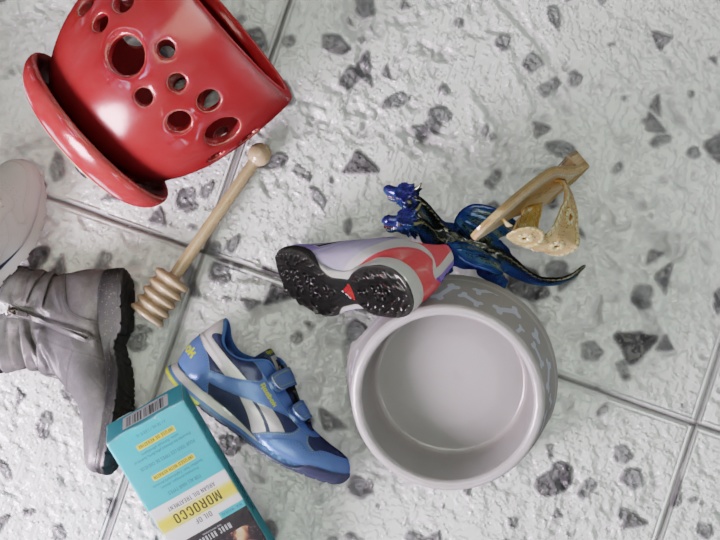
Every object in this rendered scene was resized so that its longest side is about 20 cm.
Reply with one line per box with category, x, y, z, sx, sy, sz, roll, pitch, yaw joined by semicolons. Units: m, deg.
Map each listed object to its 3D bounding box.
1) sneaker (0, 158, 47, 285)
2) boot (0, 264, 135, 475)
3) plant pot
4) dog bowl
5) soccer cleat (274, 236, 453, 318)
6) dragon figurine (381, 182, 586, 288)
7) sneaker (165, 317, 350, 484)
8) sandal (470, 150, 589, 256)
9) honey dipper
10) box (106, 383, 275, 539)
sneaker;-0.361;-0.029;1.299;0.076;0.081;0.201;14;63;23
boot;-0.284;0.093;1.326;0.130;0.070;0.202;-1;75;6
plant pot;-0.190;-0.173;1.271;0.182;0.200;0.201;-40;85;9
dog bowl;0.080;0.108;1.272;0.198;0.059;0.202;2;105;8
soccer cleat;0.000;0.000;1.278;0.073;0.199;0.069;-34;114;-33
dragon figurine;0.109;-0.022;1.284;0.198;0.100;0.059;18;71;6
sneaker;-0.084;0.124;1.304;0.199;0.074;0.083;36;87;3
sandal;0.173;-0.049;1.242;0.070;0.211;0.078;49;121;5
honey dipper;-0.149;-0.039;1.337;0.038;0.038;0.201;33;86;4
box;-0.148;0.211;1.278;0.082;0.049;0.201;-29;107;-1
